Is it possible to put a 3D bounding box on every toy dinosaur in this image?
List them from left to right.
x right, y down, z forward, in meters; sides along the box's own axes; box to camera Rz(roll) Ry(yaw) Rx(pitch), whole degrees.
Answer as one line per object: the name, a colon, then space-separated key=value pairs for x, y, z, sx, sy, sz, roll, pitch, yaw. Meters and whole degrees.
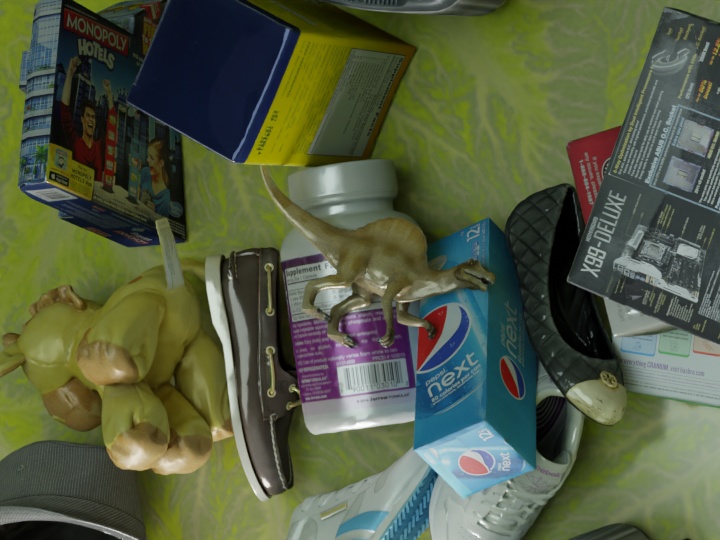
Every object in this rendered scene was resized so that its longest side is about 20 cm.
toy dinosaur: x=0.000 y=0.000 z=1.690 sx=0.200 sy=0.058 sz=0.101 roll=22 pitch=72 yaw=17

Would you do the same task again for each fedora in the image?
fedora: x=-0.240 y=0.196 z=1.884 sx=0.200 sy=0.177 sz=0.090 roll=-25 pitch=49 yaw=45

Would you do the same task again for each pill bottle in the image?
pill bottle: x=-0.001 y=0.020 z=1.763 sx=0.112 sy=0.112 sz=0.200 roll=-10 pitch=86 yaw=28

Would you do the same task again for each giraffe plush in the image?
giraffe plush: x=-0.207 y=0.070 z=1.852 sx=0.162 sy=0.173 sz=0.200 roll=-12 pitch=77 yaw=31

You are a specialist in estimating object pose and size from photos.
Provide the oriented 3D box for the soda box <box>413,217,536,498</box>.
soda box: x=0.085 y=0.061 z=1.681 sx=0.064 sy=0.068 sz=0.200 roll=-25 pitch=39 yaw=27

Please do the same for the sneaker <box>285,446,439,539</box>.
sneaker: x=-0.005 y=0.196 z=1.791 sx=0.081 sy=0.077 sz=0.200 roll=47 pitch=109 yaw=21

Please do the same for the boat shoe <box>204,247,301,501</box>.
boat shoe: x=-0.076 y=0.082 z=1.830 sx=0.059 sy=0.072 sz=0.200 roll=-11 pitch=92 yaw=5

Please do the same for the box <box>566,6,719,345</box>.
box: x=0.243 y=-0.055 z=1.526 sx=0.158 sy=0.050 sz=0.200 roll=23 pitch=100 yaw=27

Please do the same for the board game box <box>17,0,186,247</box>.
board game box: x=-0.208 y=-0.139 z=1.848 sx=0.062 sy=0.200 sz=0.200 roll=-4 pitch=75 yaw=27

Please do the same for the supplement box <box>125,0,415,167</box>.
supplement box: x=-0.065 y=-0.148 z=1.743 sx=0.109 sy=0.200 sz=0.109 roll=30 pitch=104 yaw=24

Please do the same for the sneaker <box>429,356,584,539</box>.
sneaker: x=0.108 y=0.152 z=1.710 sx=0.075 sy=0.100 sz=0.200 roll=19 pitch=104 yaw=-13

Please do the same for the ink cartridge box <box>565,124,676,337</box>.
ink cartridge box: x=0.260 y=-0.047 z=1.592 sx=0.200 sy=0.083 sz=0.147 roll=-17 pitch=82 yaw=27

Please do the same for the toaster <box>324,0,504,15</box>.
toaster: x=0.024 y=-0.248 z=1.726 sx=0.200 sy=0.129 sz=0.114 roll=9 pitch=95 yaw=27

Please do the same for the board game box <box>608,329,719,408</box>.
board game box: x=0.263 y=-0.002 z=1.662 sx=0.153 sy=0.040 sz=0.200 roll=10 pitch=95 yaw=28

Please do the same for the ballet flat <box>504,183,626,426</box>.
ballet flat: x=0.152 y=0.023 z=1.678 sx=0.057 sy=0.066 sz=0.200 roll=-41 pitch=51 yaw=33

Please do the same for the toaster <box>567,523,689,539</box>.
toaster: x=0.146 y=0.259 z=1.680 sx=0.200 sy=0.129 sz=0.114 roll=-31 pitch=78 yaw=25
